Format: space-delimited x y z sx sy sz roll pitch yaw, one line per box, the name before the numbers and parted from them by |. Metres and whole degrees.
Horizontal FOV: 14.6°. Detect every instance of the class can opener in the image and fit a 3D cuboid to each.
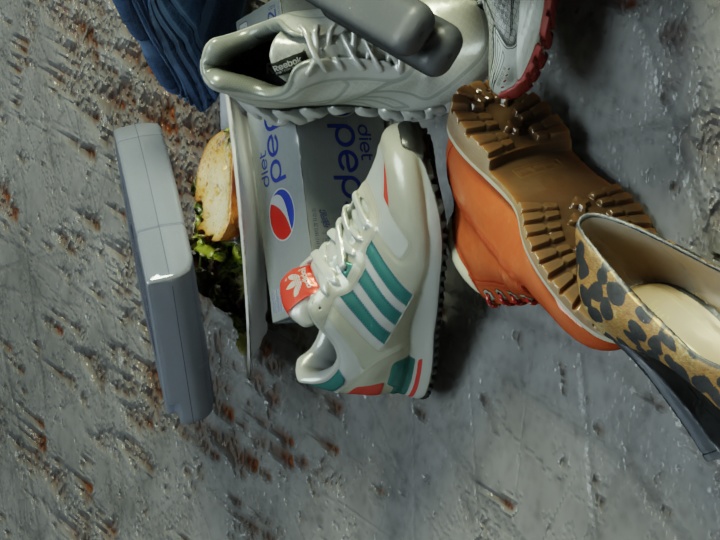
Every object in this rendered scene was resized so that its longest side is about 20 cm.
can opener | -0.004 -0.177 1.620 0.200 0.053 0.067 35 92 48

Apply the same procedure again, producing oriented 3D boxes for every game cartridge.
game cartridge | -0.131 -0.008 1.856 0.200 0.041 0.134 -109 7 -56

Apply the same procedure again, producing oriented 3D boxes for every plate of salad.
plate of salad | -0.091 -0.027 1.855 0.200 0.048 0.201 174 90 -85

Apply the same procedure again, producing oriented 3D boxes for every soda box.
soda box | -0.025 -0.070 1.777 0.063 0.068 0.201 -22 73 57

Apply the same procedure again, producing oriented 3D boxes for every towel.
towel | -0.116 -0.193 1.834 0.200 0.048 0.112 62 -140 -66

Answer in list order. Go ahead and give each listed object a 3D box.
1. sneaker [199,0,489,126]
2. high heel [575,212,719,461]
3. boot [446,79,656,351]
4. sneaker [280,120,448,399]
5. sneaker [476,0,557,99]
sneaker | -0.004 -0.127 1.673 0.199 0.081 0.076 -9 79 29
high heel | 0.178 0.010 1.390 0.143 0.071 0.200 55 151 3
boot | 0.105 -0.007 1.570 0.200 0.075 0.108 -121 31 -43
sneaker | 0.000 0.000 1.664 0.071 0.093 0.201 -99 8 -47
sneaker | 0.065 -0.192 1.581 0.078 0.082 0.201 69 -168 -79
